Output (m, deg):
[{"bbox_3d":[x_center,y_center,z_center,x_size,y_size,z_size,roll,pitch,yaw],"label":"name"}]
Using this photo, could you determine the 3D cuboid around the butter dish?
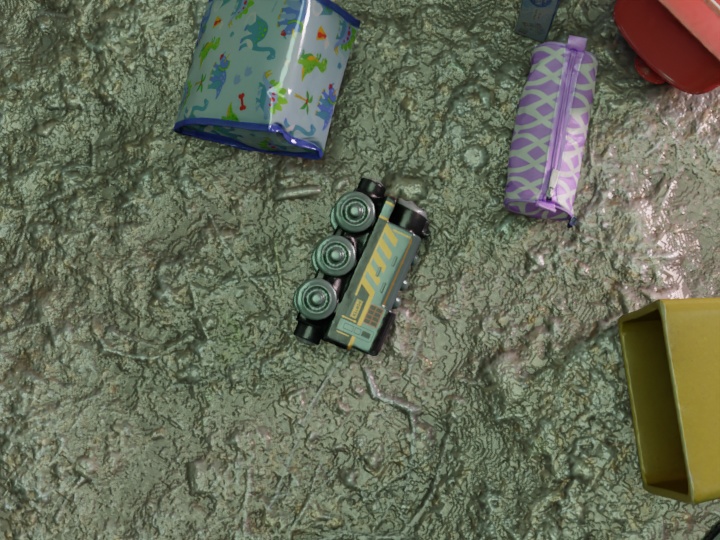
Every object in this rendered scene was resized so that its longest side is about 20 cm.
[{"bbox_3d":[0.357,-0.265,1.199,0.200,0.148,0.199,48,48,10],"label":"butter dish"}]

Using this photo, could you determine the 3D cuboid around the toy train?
[{"bbox_3d":[0.000,0.000,1.224,0.114,0.085,0.201,24,83,-5],"label":"toy train"}]

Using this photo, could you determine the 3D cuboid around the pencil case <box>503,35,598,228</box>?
[{"bbox_3d":[0.212,-0.153,1.219,0.084,0.086,0.201,9,83,4],"label":"pencil case"}]

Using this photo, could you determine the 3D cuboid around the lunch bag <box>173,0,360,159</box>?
[{"bbox_3d":[-0.119,-0.226,1.239,0.199,0.127,0.171,11,83,36],"label":"lunch bag"}]

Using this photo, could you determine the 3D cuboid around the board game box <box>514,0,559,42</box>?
[{"bbox_3d":[0.226,-0.376,1.189,0.043,0.199,0.201,20,85,5],"label":"board game box"}]

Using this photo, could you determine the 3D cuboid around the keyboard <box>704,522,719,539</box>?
[{"bbox_3d":[0.394,0.360,1.171,0.127,0.021,0.200,43,89,14],"label":"keyboard"}]

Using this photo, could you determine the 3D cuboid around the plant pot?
[{"bbox_3d":[0.394,0.123,1.120,0.199,0.196,0.195,-7,82,-1],"label":"plant pot"}]
